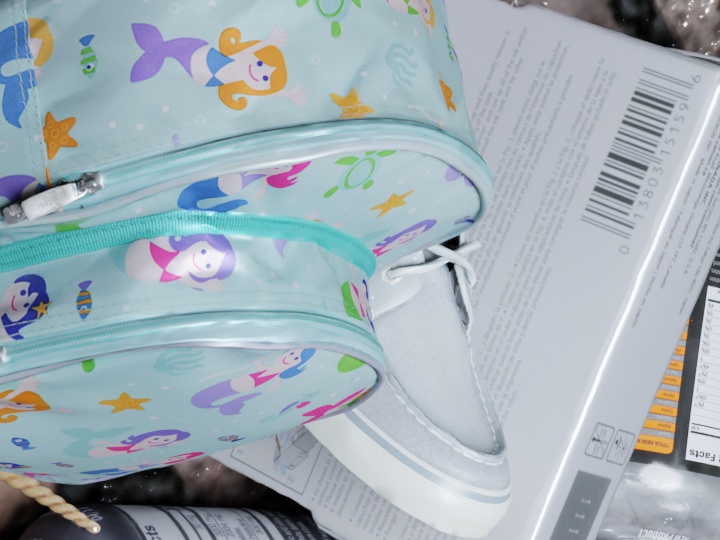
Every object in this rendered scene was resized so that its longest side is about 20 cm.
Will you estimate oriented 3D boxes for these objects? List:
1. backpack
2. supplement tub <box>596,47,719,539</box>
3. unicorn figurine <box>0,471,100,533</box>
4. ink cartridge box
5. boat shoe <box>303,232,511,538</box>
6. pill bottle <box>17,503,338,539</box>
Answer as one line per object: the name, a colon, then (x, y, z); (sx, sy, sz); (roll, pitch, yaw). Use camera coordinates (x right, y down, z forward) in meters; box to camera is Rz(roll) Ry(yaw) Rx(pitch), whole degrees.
backpack: (-0.061, -0.024, 0.773); (0.199, 0.151, 0.177); (-23, 162, 13)
supplement tub: (0.105, 0.027, 0.960); (0.122, 0.122, 0.201); (17, 78, -34)
unicorn figurine: (-0.196, 0.037, 0.838); (0.199, 0.074, 0.138); (-13, 134, -10)
ink cartridge box: (0.033, 0.003, 0.916); (0.043, 0.173, 0.201); (21, 93, -50)
boat shoe: (0.000, 0.000, 0.867); (0.070, 0.201, 0.072); (13, 124, -44)
pill bottle: (-0.062, 0.138, 0.927); (0.199, 0.106, 0.107); (5, 101, -32)
